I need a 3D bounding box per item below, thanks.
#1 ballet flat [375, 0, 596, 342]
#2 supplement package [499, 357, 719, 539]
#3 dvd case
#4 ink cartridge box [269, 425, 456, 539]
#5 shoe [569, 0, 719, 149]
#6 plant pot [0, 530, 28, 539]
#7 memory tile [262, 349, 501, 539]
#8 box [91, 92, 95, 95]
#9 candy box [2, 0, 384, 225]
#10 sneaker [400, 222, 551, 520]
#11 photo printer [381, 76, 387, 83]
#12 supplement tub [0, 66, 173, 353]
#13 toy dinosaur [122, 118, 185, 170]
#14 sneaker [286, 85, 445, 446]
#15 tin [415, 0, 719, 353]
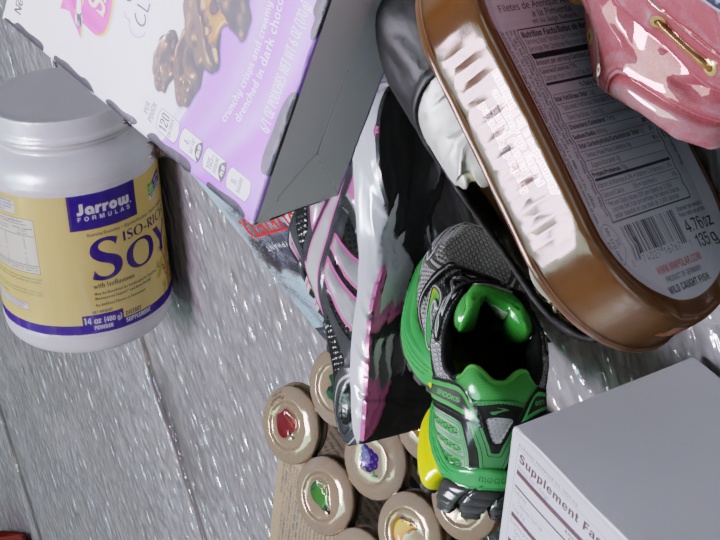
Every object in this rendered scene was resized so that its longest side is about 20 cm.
[{"bbox_3d":[0.074,-0.047,0.786,0.201,0.068,0.069,53,-163,-24],"label":"ballet flat"},{"bbox_3d":[0.136,0.163,0.799,0.110,0.113,0.202,45,142,43],"label":"supplement package"},{"bbox_3d":[-0.048,-0.039,1.066,0.200,0.022,0.146,51,158,-14],"label":"dvd case"},{"bbox_3d":[0.006,0.220,1.146,0.165,0.075,0.201,51,146,36],"label":"ink cartridge box"},{"bbox_3d":[0.106,-0.141,0.720,0.200,0.071,0.092,50,144,33],"label":"shoe"},{"bbox_3d":[-0.511,0.440,2.222,0.199,0.198,0.178,-15,82,64],"label":"plant pot"},{"bbox_3d":[0.025,0.100,1.005,0.200,0.017,0.154,-40,66,36],"label":"memory tile"},{"bbox_3d":[-0.105,-0.224,1.004,0.106,0.151,0.202,-6,100,63],"label":"box"},{"bbox_3d":[-0.075,-0.151,0.835,0.200,0.071,0.169,39,126,25],"label":"candy box"},{"bbox_3d":[0.067,0.032,0.856,0.201,0.077,0.086,-96,14,-57],"label":"sneaker"},{"bbox_3d":[0.008,-0.200,0.881,0.168,0.069,0.200,65,153,13],"label":"photo printer"},{"bbox_3d":[-0.232,-0.051,1.381,0.145,0.144,0.202,37,138,51],"label":"supplement tub"},{"bbox_3d":[-0.096,-0.094,1.149,0.102,0.077,0.202,12,129,36],"label":"toy dinosaur"},{"bbox_3d":[0.000,0.000,0.965,0.086,0.080,0.202,-6,77,40],"label":"sneaker"},{"bbox_3d":[0.096,-0.063,0.739,0.042,0.112,0.201,-32,79,38],"label":"tin"}]
